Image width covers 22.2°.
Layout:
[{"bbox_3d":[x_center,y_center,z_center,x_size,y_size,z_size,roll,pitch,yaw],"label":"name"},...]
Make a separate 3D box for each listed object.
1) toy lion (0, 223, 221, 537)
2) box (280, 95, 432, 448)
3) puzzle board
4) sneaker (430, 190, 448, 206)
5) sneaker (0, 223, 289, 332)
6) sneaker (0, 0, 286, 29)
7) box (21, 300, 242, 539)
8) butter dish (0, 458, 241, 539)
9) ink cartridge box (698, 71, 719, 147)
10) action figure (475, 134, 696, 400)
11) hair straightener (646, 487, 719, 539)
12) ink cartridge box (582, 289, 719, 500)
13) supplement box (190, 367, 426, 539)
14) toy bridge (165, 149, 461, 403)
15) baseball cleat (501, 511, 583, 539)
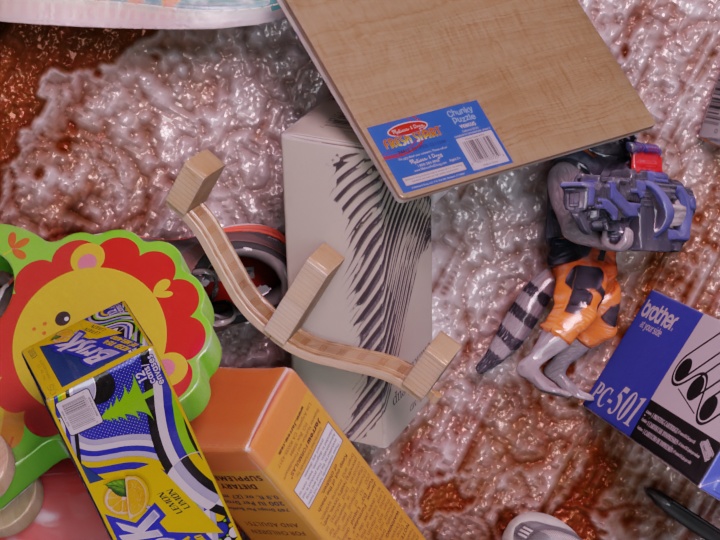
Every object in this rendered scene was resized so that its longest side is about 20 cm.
[{"bbox_3d":[-0.188,0.043,1.073,0.192,0.069,0.200,-41,62,-12],"label":"toy lion"},{"bbox_3d":[0.000,0.000,1.121,0.068,0.082,0.201,10,119,24],"label":"box"},{"bbox_3d":[0.064,-0.123,1.089,0.199,0.017,0.151,-18,69,-33],"label":"puzzle board"},{"bbox_3d":[0.025,-0.144,1.156,0.099,0.075,0.201,-28,102,-31],"label":"sneaker"},{"bbox_3d":[-0.131,0.014,1.128,0.199,0.082,0.078,-16,102,-10],"label":"sneaker"},{"bbox_3d":[-0.126,-0.186,1.100,0.199,0.071,0.080,0,100,-8],"label":"sneaker"},{"bbox_3d":[-0.111,0.122,0.993,0.064,0.070,0.201,-26,117,-11],"label":"box"},{"bbox_3d":[-0.163,0.183,1.115,0.198,0.148,0.201,-3,100,-11],"label":"butter dish"},{"bbox_3d":[0.342,-0.135,1.236,0.199,0.050,0.163,17,94,-23],"label":"ink cartridge box"},{"bbox_3d":[0.133,-0.019,1.162,0.104,0.200,0.195,13,88,29],"label":"action figure"},{"bbox_3d":[0.269,0.211,1.277,0.200,0.041,0.077,41,89,-20],"label":"hair straightener"},{"bbox_3d":[0.212,0.078,1.154,0.044,0.200,0.094,31,91,-16],"label":"ink cartridge box"},{"bbox_3d":[-0.030,0.146,1.140,0.200,0.066,0.069,52,49,-35],"label":"supplement box"},{"bbox_3d":[-0.033,0.015,1.079,0.200,0.027,0.067,38,125,6],"label":"toy bridge"},{"bbox_3d":[0.173,0.242,1.220,0.200,0.106,0.070,40,84,-17],"label":"baseball cleat"}]
